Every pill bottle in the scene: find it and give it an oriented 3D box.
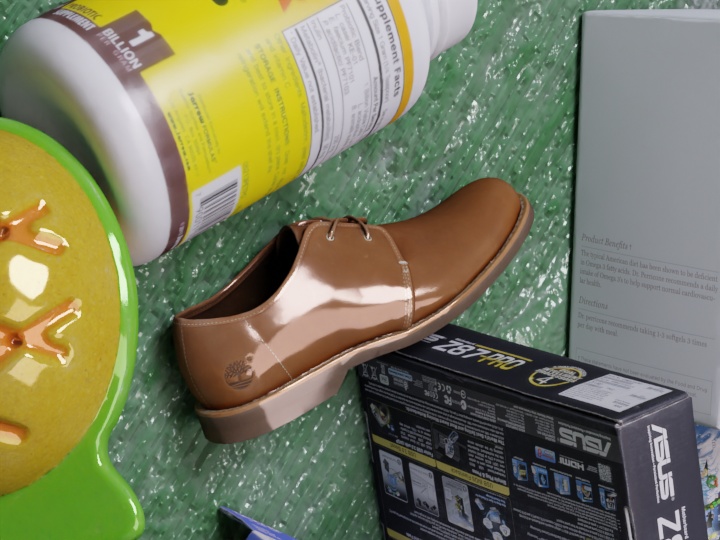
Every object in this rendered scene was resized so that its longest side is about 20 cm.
[{"bbox_3d":[-0.047,-0.091,0.879,0.199,0.109,0.110,-32,115,-29],"label":"pill bottle"}]

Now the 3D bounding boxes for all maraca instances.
[{"bbox_3d":[-0.149,0.038,0.806,0.107,0.136,0.202,21,57,-74],"label":"maraca"}]

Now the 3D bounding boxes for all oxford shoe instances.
[{"bbox_3d":[0.000,0.000,0.956,0.199,0.071,0.072,-32,110,-27],"label":"oxford shoe"}]

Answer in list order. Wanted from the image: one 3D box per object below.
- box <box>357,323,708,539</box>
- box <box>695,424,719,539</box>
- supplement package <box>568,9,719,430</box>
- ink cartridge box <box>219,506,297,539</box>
[{"bbox_3d":[0.079,0.117,0.950,0.049,0.199,0.163,-17,107,-32],"label":"box"},{"bbox_3d":[0.172,0.164,1.128,0.136,0.040,0.202,-5,100,-35],"label":"box"},{"bbox_3d":[0.188,-0.032,1.061,0.117,0.117,0.202,-5,101,-36],"label":"supplement package"},{"bbox_3d":[0.019,0.172,0.918,0.119,0.200,0.042,30,89,-36],"label":"ink cartridge box"}]
